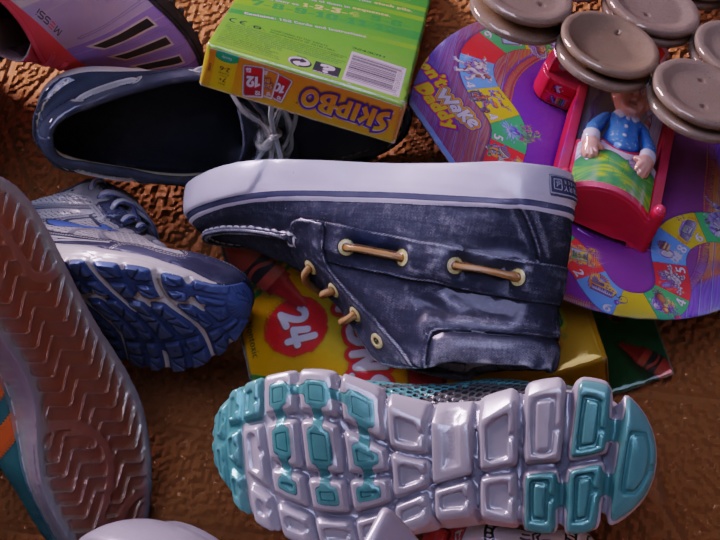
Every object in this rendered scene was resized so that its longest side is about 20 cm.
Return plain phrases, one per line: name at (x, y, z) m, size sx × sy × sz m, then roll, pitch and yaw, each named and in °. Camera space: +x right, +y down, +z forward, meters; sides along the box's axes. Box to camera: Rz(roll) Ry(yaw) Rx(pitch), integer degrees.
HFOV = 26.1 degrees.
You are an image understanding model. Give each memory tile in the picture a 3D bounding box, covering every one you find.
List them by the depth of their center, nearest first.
memory tile at (0.163, -0.114, 0.766) m, size 0.199 × 0.017 × 0.153 m, roll 32°, pitch 43°, yaw 14°

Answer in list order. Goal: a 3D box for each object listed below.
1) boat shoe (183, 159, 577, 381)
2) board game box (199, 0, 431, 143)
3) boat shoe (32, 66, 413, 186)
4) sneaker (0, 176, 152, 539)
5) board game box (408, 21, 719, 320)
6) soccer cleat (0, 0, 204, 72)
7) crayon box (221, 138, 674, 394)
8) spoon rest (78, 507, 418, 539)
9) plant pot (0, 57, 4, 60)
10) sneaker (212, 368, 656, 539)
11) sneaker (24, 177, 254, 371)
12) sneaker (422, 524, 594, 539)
boat shoe at (0.000, 0.000, 0.707) m, size 0.198 × 0.071 × 0.092 m, roll 1°, pitch 82°, yaw 29°
board game box at (-0.015, -0.124, 0.789) m, size 0.094 × 0.030 × 0.201 m, roll 17°, pitch 30°, yaw -1°
boat shoe at (-0.065, -0.075, 0.787) m, size 0.197 × 0.076 × 0.062 m, roll 2°, pitch 19°, yaw -14°
sneaker at (-0.164, 0.050, 0.741) m, size 0.079 × 0.202 × 0.071 m, roll -3°, pitch 23°, yaw 42°
board game box at (0.120, -0.068, 0.751) m, size 0.156 × 0.039 × 0.201 m, roll -16°, pitch 58°, yaw -28°
soccer cleat at (-0.153, -0.130, 0.800) m, size 0.068 × 0.200 × 0.074 m, roll 11°, pitch 78°, yaw 30°
crayon box at (0.040, 0.017, 0.761) m, size 0.198 × 0.051 × 0.128 m, roll -18°, pitch 61°, yaw 3°
spoon rest at (-0.055, 0.141, 0.658) m, size 0.199 × 0.100 × 0.061 m, roll -18°, pitch 29°, yaw 47°
plant pot at (-0.299, -0.065, 0.808) m, size 0.198 × 0.200 × 0.199 m, roll 9°, pitch 75°, yaw 16°
sneaker at (0.033, 0.081, 0.680) m, size 0.197 × 0.091 × 0.079 m, roll 2°, pitch 88°, yaw 18°
sneaker at (-0.130, -0.010, 0.784) m, size 0.198 × 0.077 × 0.086 m, roll 7°, pitch 52°, yaw 33°
sneaker at (0.020, 0.173, 0.681) m, size 0.199 × 0.067 × 0.109 m, roll -11°, pitch 61°, yaw 3°
